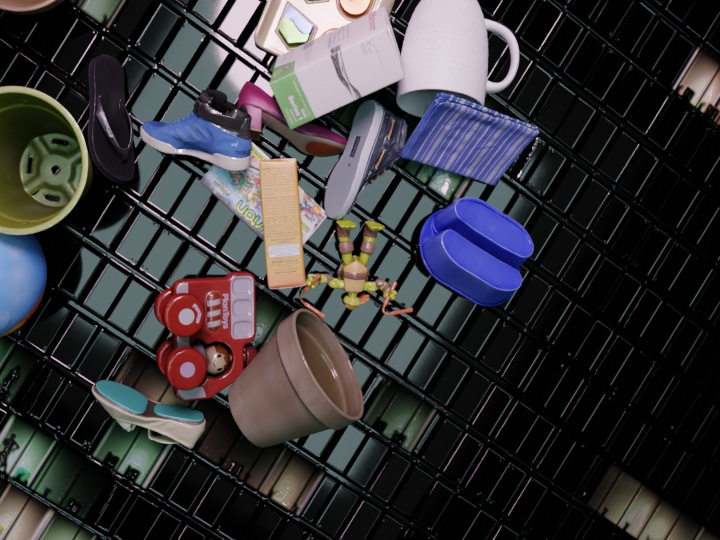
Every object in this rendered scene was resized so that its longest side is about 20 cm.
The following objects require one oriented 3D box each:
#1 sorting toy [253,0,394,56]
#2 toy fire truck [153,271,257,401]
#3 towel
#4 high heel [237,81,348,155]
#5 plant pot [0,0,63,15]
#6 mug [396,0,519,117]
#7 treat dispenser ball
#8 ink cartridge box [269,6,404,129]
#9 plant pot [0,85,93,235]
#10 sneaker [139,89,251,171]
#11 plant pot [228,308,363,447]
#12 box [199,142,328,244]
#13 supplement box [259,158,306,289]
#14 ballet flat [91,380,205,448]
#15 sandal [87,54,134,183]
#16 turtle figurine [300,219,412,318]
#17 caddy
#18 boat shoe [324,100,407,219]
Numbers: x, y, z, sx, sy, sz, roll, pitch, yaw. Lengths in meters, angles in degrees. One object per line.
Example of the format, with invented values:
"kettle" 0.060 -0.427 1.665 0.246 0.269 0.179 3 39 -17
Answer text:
"sorting toy" -0.058 -0.426 1.202 0.196 0.036 0.189 24 90 -8
"toy fire truck" -0.248 0.108 1.186 0.164 0.112 0.206 -3 95 -25
"towel" 0.177 -0.209 1.182 0.195 0.145 0.024 13 51 -21
"high heel" -0.108 -0.256 1.200 0.195 0.067 0.099 11 69 -19
"plant pot" -0.520 -0.494 1.116 0.195 0.093 0.207 0 93 -7
"mug" 0.163 -0.353 1.176 0.194 0.148 0.181 7 84 -1
"treat dispenser ball" -0.580 0.005 1.086 0.195 0.201 0.207 0 94 -6
"ink cartridge box" -0.034 -0.318 1.122 0.195 0.147 0.086 -20 119 12
"plant pot" -0.490 -0.157 1.091 0.194 0.190 0.206 0 93 -7
"sneaker" -0.259 -0.238 1.138 0.195 0.077 0.114 19 117 17
"plant pot" -0.116 0.194 1.170 0.171 0.200 0.202 -32 97 12
"box" -0.160 -0.121 1.210 0.199 0.035 0.111 42 88 -7
"supplement box" -0.126 -0.076 1.166 0.067 0.067 0.206 -6 95 -6
"ballet flat" -0.358 0.247 1.198 0.195 0.069 0.071 21 91 -8
"sandal" -0.398 -0.243 1.151 0.042 0.075 0.206 -4 95 36
"turtle figurine" 0.000 0.000 1.220 0.194 0.065 0.166 7 105 -3
"caddy" 0.196 -0.030 1.225 0.197 0.105 0.144 31 66 -8
"boat shoe" 0.014 -0.172 1.201 0.090 0.070 0.205 16 100 -41
